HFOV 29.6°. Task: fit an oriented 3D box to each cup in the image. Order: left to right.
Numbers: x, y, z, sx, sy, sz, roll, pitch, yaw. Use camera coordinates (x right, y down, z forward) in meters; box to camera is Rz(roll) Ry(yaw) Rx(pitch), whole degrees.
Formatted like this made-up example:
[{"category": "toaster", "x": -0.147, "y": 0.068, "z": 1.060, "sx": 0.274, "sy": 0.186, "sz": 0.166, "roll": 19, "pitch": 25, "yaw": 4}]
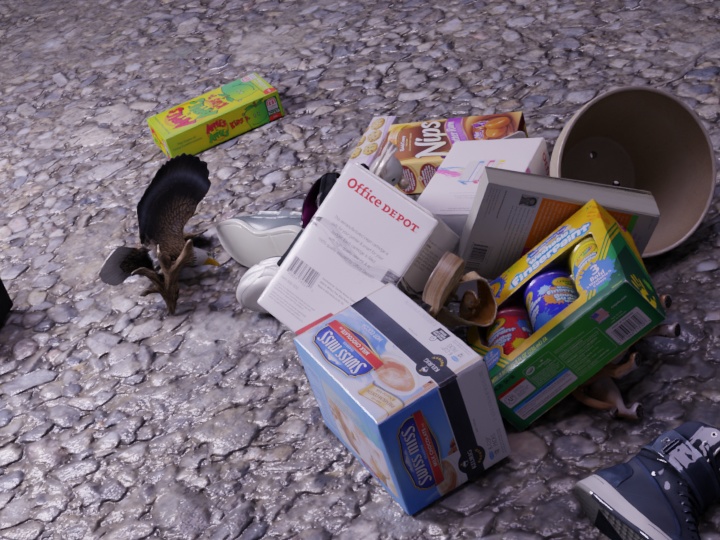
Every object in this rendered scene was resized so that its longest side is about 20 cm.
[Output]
[{"category": "cup", "x": 0.311, "y": -0.116, "z": 1.657, "sx": 0.199, "sy": 0.202, "sz": 0.143, "roll": -22, "pitch": 5, "yaw": -10}]

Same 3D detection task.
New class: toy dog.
[{"category": "toy dog", "x": 0.025, "y": -0.055, "z": 1.743, "sx": 0.201, "sy": 0.096, "sz": 0.132, "roll": -61, "pitch": 5, "yaw": -12}]

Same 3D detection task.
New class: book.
[{"category": "book", "x": 0.218, "y": -0.038, "z": 1.534, "sx": 0.198, "sy": 0.134, "sz": 0.048, "roll": 9, "pitch": 38, "yaw": -10}]

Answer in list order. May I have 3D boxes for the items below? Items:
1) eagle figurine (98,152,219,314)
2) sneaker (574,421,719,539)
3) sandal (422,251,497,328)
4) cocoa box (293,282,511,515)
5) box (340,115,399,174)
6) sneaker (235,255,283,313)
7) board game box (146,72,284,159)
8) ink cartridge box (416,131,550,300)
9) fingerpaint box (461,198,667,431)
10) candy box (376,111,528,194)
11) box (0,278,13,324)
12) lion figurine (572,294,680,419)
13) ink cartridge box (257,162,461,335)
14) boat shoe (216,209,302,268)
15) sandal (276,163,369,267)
[{"category": "eagle figurine", "x": -0.258, "y": -0.041, "z": 1.827, "sx": 0.151, "sy": 0.151, "sz": 0.201, "roll": -29, "pitch": 40, "yaw": 17}, {"category": "sneaker", "x": 0.305, "y": 0.216, "z": 1.229, "sx": 0.145, "sy": 0.077, "sz": 0.202, "roll": -27, "pitch": 32, "yaw": -11}, {"category": "sandal", "x": 0.112, "y": 0.037, "z": 1.459, "sx": 0.069, "sy": 0.212, "sz": 0.078, "roll": 32, "pitch": 84, "yaw": 11}, {"category": "cocoa box", "x": 0.040, "y": 0.130, "z": 1.422, "sx": 0.131, "sy": 0.134, "sz": 0.200, "roll": -29, "pitch": 34, "yaw": -15}, {"category": "box", "x": 0.012, "y": -0.158, "z": 1.963, "sx": 0.041, "sy": 0.039, "sz": 0.200, "roll": -2, "pitch": 35, "yaw": 24}, {"category": "sneaker", "x": -0.070, "y": 0.038, "z": 1.675, "sx": 0.199, "sy": 0.076, "sz": 0.092, "roll": -2, "pitch": 39, "yaw": 23}, {"category": "board game box", "x": -0.235, "y": -0.249, "z": 2.202, "sx": 0.199, "sy": 0.048, "sz": 0.102, "roll": -26, "pitch": 34, "yaw": -15}, {"category": "ink cartridge box", "x": 0.162, "y": -0.071, "z": 1.682, "sx": 0.124, "sy": 0.129, "sz": 0.200, "roll": 1, "pitch": 35, "yaw": 27}, {"category": "fingerpaint box", "x": 0.210, "y": 0.045, "z": 1.454, "sx": 0.200, "sy": 0.073, "sz": 0.167, "roll": -40, "pitch": 26, "yaw": 20}, {"category": "candy box", "x": 0.128, "y": -0.163, "z": 1.906, "sx": 0.199, "sy": 0.057, "sz": 0.117, "roll": -5, "pitch": 35, "yaw": 19}, {"category": "box", "x": -0.603, "y": 0.035, "z": 1.837, "sx": 0.198, "sy": 0.149, "sz": 0.125, "roll": -4, "pitch": 36, "yaw": 17}, {"category": "lion figurine", "x": 0.267, "y": 0.081, "z": 1.460, "sx": 0.122, "sy": 0.073, "sz": 0.200, "roll": 0, "pitch": 39, "yaw": 43}, {"category": "ink cartridge box", "x": 0.000, "y": 0.000, "z": 1.568, "sx": 0.147, "sy": 0.083, "sz": 0.201, "roll": 36, "pitch": 93, "yaw": 31}, {"category": "boat shoe", "x": -0.114, "y": -0.046, "z": 1.808, "sx": 0.199, "sy": 0.073, "sz": 0.062, "roll": 4, "pitch": 32, "yaw": 48}, {"category": "sandal", "x": -0.049, "y": -0.080, "z": 1.694, "sx": 0.075, "sy": 0.048, "sz": 0.201, "roll": -36, "pitch": 14, "yaw": 49}]
